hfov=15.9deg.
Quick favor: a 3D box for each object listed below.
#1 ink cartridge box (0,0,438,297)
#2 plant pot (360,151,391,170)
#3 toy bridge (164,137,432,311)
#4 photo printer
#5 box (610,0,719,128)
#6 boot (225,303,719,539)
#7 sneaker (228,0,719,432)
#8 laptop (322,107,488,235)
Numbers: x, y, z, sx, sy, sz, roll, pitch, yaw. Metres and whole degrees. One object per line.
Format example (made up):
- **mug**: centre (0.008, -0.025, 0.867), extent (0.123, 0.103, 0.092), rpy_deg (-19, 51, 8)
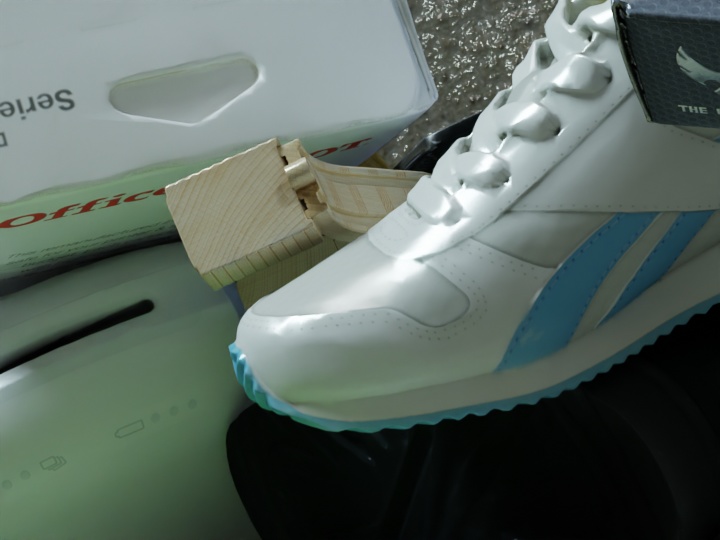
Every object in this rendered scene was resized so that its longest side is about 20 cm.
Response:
- **ink cartridge box**: centre (-0.085, -0.044, 0.774), extent (0.146, 0.084, 0.200), rpy_deg (-14, -9, -24)
- **plant pot**: centre (-0.017, 0.022, 1.041), extent (0.027, 0.200, 0.200), rpy_deg (-11, 7, 33)
- **toy bridge**: centre (0.000, 0.000, 0.709), extent (0.067, 0.027, 0.200), rpy_deg (-24, -16, 2)
- **photo printer**: centre (-0.093, 0.076, 0.805), extent (0.166, 0.070, 0.200), rpy_deg (-26, -30, -6)
- **box**: centre (0.166, -0.100, 0.543), extent (0.200, 0.158, 0.051), rpy_deg (6, -26, 21)
- **boot**: centre (0.077, 0.028, 0.713), extent (0.168, 0.077, 0.200), rpy_deg (-29, 8, -35)
- **sneaker**: centre (0.057, -0.026, 0.616), extent (0.200, 0.081, 0.077), rpy_deg (-25, 17, -5)
- **laptop**: centre (0.060, -0.101, 0.794), extent (0.200, 0.116, 0.187), rpy_deg (-25, -5, -17)
